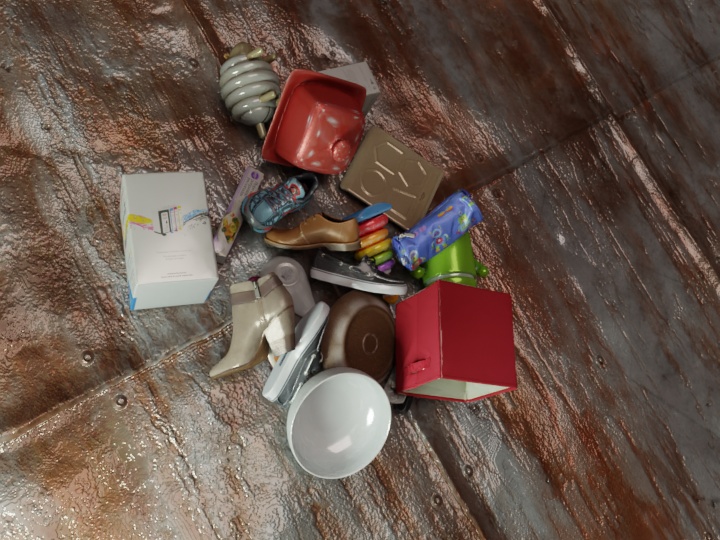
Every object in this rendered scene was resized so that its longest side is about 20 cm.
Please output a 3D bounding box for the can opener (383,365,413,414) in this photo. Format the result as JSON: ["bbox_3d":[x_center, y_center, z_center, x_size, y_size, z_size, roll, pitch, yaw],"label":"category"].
[{"bbox_3d":[0.100,0.189,1.422,0.052,0.067,0.203,9,58,28],"label":"can opener"}]

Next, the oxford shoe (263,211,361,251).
[{"bbox_3d":[-0.096,-0.080,1.384,0.194,0.072,0.073,-1,108,7],"label":"oxford shoe"}]

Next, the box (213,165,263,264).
[{"bbox_3d":[-0.246,-0.111,1.384,0.038,0.041,0.204,26,62,-13],"label":"box"}]

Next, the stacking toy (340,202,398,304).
[{"bbox_3d":[0.032,-0.026,1.448,0.115,0.109,0.204,-25,94,-43],"label":"stacking toy"}]

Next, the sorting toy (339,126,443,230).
[{"bbox_3d":[0.070,-0.200,1.558,0.197,0.037,0.188,30,62,-6],"label":"sorting toy"}]

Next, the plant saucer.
[{"bbox_3d":[0.010,0.141,1.357,0.197,0.036,0.206,0,91,-42],"label":"plant saucer"}]

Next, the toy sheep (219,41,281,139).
[{"bbox_3d":[-0.222,-0.369,1.438,0.135,0.138,0.205,-11,81,-25],"label":"toy sheep"}]

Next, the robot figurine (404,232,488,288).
[{"bbox_3d":[0.185,-0.014,1.488,0.171,0.116,0.205,-1,72,-17],"label":"robot figurine"}]

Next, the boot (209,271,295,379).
[{"bbox_3d":[-0.204,0.096,1.260,0.196,0.070,0.150,-21,86,11],"label":"boot"}]

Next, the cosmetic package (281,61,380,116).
[{"bbox_3d":[-0.068,-0.369,1.516,0.196,0.108,0.086,-19,77,-29],"label":"cosmetic package"}]

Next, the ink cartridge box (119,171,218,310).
[{"bbox_3d":[-0.347,-0.053,1.258,0.141,0.147,0.205,-5,73,-24],"label":"ink cartridge box"}]

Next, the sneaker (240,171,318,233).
[{"bbox_3d":[-0.155,-0.147,1.376,0.080,0.095,0.200,54,42,-5],"label":"sneaker"}]

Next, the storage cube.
[{"bbox_3d":[0.178,0.141,1.339,0.195,0.171,0.185,10,68,-24],"label":"storage cube"}]

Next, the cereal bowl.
[{"bbox_3d":[-0.047,0.269,1.285,0.195,0.083,0.206,-6,105,-23],"label":"cereal bowl"}]

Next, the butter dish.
[{"bbox_3d":[-0.067,-0.267,1.394,0.197,0.202,0.148,4,33,-40],"label":"butter dish"}]

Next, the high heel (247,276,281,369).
[{"bbox_3d":[-0.172,0.110,1.341,0.066,0.096,0.204,-26,102,-18],"label":"high heel"}]

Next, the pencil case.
[{"bbox_3d":[0.151,-0.083,1.408,0.198,0.088,0.078,-35,46,-5],"label":"pencil case"}]

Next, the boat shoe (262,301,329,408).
[{"bbox_3d":[-0.101,0.156,1.283,0.067,0.072,0.203,31,85,-20],"label":"boat shoe"}]

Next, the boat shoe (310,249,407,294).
[{"bbox_3d":[0.000,0.000,1.385,0.195,0.070,0.068,12,95,4],"label":"boat shoe"}]

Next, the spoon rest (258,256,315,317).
[{"bbox_3d":[-0.116,0.052,1.379,0.199,0.061,0.099,43,59,12],"label":"spoon rest"}]
